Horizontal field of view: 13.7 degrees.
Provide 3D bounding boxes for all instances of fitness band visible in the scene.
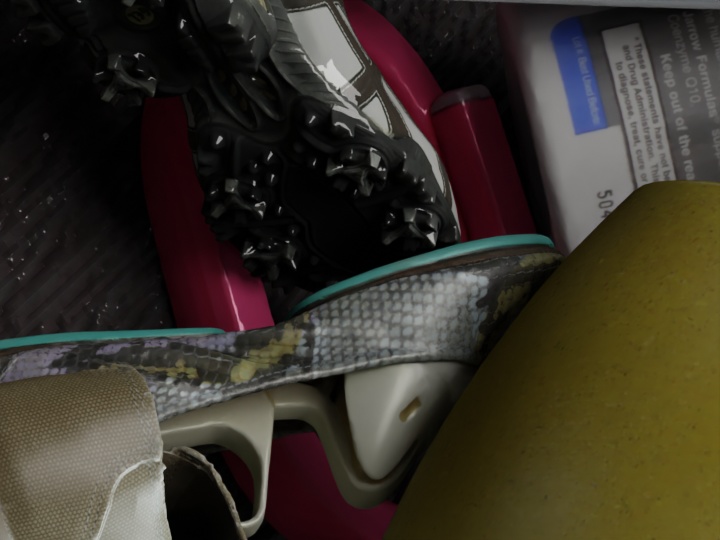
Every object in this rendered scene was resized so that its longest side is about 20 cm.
[{"bbox_3d":[0.000,0.000,0.978,0.143,0.037,0.201,-9,80,-45],"label":"fitness band"}]

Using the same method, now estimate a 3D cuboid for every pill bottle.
[{"bbox_3d":[0.154,-0.063,1.021,0.114,0.199,0.114,-12,90,-90],"label":"pill bottle"}]

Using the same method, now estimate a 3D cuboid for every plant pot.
[{"bbox_3d":[0.110,0.056,0.854,0.199,0.200,0.143,21,80,-37],"label":"plant pot"}]

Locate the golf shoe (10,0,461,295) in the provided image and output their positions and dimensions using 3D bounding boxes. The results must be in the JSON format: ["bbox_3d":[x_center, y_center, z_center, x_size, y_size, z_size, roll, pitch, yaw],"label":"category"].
[{"bbox_3d":[-0.023,-0.066,0.889,0.200,0.077,0.095,52,36,-44],"label":"golf shoe"}]

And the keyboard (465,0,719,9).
[{"bbox_3d":[0.053,-0.099,0.969,0.056,0.199,0.011,-75,165,-57],"label":"keyboard"}]

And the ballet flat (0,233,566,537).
[{"bbox_3d":[-0.024,0.042,0.876,0.199,0.072,0.072,-12,81,-16],"label":"ballet flat"}]

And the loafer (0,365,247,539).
[{"bbox_3d":[-0.057,0.094,0.809,0.200,0.067,0.076,63,5,-55],"label":"loafer"}]
